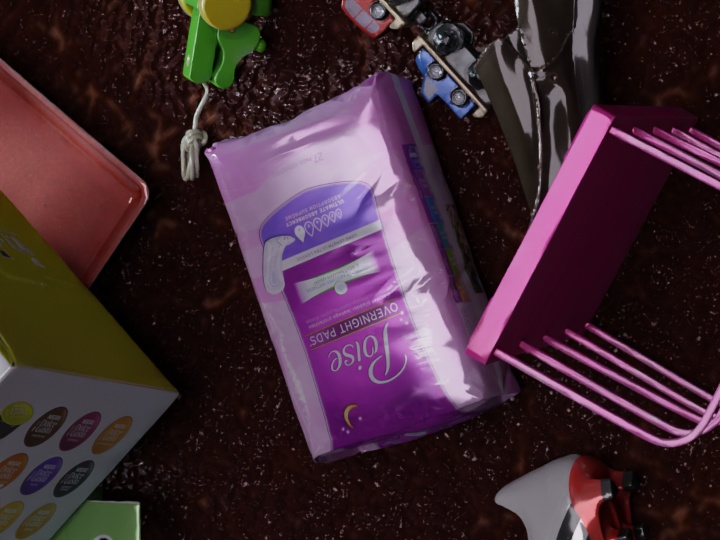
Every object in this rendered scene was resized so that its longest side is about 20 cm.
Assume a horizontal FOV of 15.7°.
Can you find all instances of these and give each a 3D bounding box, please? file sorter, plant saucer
[{"bbox_3d":[0.164,0.005,1.355,0.125,0.200,0.140,30,102,15],"label":"file sorter"},{"bbox_3d":[-0.244,-0.030,1.605,0.200,0.037,0.200,40,105,16],"label":"plant saucer"}]

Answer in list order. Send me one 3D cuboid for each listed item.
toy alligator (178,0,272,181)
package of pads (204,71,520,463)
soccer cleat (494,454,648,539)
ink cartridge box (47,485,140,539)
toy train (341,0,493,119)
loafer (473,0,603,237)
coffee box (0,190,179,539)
[{"bbox_3d":[-0.075,-0.151,1.528,0.054,0.059,0.201,-2,103,-19],"label":"toy alligator"},{"bbox_3d":[0.000,0.000,1.486,0.120,0.076,0.201,-22,83,24],"label":"package of pads"},{"bbox_3d":[0.126,0.203,1.450,0.085,0.068,0.201,-15,83,30],"label":"soccer cleat"},{"bbox_3d":[-0.209,0.181,1.584,0.199,0.059,0.105,1,92,22],"label":"ink cartridge box"},{"bbox_3d":[0.010,-0.157,1.483,0.200,0.034,0.046,46,108,4],"label":"toy train"},{"bbox_3d":[0.098,-0.103,1.440,0.071,0.073,0.201,1,84,3],"label":"loafer"},{"bbox_3d":[-0.264,0.061,1.473,0.198,0.200,0.200,-47,69,10],"label":"coffee box"}]
